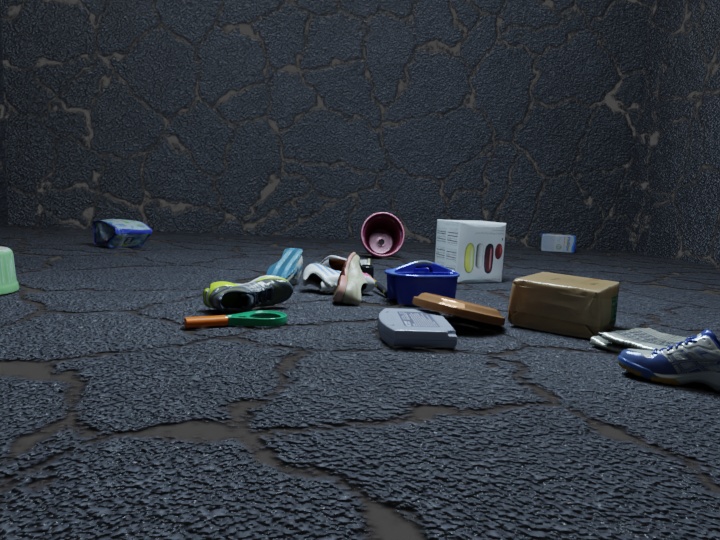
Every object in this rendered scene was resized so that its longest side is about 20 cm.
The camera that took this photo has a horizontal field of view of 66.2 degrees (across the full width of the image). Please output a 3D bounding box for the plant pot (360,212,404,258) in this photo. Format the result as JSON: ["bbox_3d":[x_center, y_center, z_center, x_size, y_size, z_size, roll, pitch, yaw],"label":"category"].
[{"bbox_3d":[0.096,-0.147,2.519,0.198,0.202,0.179,3,-8,-1],"label":"plant pot"}]

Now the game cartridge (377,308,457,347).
[{"bbox_3d":[0.100,0.108,1.056,0.132,0.041,0.200,6,7,-3],"label":"game cartridge"}]

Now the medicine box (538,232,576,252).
[{"bbox_3d":[1.213,-0.172,3.417,0.198,0.104,0.182,3,7,12],"label":"medicine box"}]

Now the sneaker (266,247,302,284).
[{"bbox_3d":[-0.209,0.009,1.576,0.076,0.081,0.200,6,27,13],"label":"sneaker"}]

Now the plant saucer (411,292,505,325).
[{"bbox_3d":[0.209,0.079,1.178,0.198,0.033,0.200,14,1,0],"label":"plant saucer"}]

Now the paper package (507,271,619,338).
[{"bbox_3d":[0.448,0.072,1.207,0.189,0.105,0.199,9,9,34],"label":"paper package"}]

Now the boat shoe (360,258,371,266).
[{"bbox_3d":[0.000,0.000,1.753,0.068,0.076,0.200,-4,0,-3],"label":"boat shoe"}]

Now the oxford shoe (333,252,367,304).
[{"bbox_3d":[-0.019,0.025,1.412,0.073,0.071,0.201,22,36,-5],"label":"oxford shoe"}]

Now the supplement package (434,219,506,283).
[{"bbox_3d":[0.370,-0.067,1.878,0.190,0.202,0.147,-1,9,-23],"label":"supplement package"}]

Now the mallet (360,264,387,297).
[{"bbox_3d":[0.041,0.045,1.556,0.041,0.066,0.200,-1,23,-18],"label":"mallet"}]

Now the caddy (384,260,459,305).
[{"bbox_3d":[0.158,0.027,1.423,0.198,0.106,0.141,0,7,-19],"label":"caddy"}]

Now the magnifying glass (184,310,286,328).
[{"bbox_3d":[-0.240,0.097,1.079,0.198,0.023,0.079,1,7,-28],"label":"magnifying glass"}]

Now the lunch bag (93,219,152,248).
[{"bbox_3d":[-1.025,-0.162,2.383,0.199,0.129,0.169,-4,1,38],"label":"lunch bag"}]

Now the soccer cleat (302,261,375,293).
[{"bbox_3d":[-0.062,0.037,1.491,0.198,0.070,0.087,12,39,9],"label":"soccer cleat"}]

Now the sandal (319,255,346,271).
[{"bbox_3d":[-0.097,0.005,1.738,0.079,0.060,0.206,17,-21,-25],"label":"sandal"}]

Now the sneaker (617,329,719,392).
[{"bbox_3d":[0.503,0.129,0.842,0.198,0.089,0.075,5,9,27],"label":"sneaker"}]

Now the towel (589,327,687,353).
[{"bbox_3d":[0.557,0.135,1.017,0.191,0.035,0.199,-2,8,-34],"label":"towel"}]

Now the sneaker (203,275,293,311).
[{"bbox_3d":[-0.238,0.060,1.214,0.198,0.075,0.081,-9,18,-27],"label":"sneaker"}]

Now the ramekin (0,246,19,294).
[{"bbox_3d":[-0.899,-0.001,1.265,0.198,0.099,0.200,2,7,0],"label":"ramekin"}]
